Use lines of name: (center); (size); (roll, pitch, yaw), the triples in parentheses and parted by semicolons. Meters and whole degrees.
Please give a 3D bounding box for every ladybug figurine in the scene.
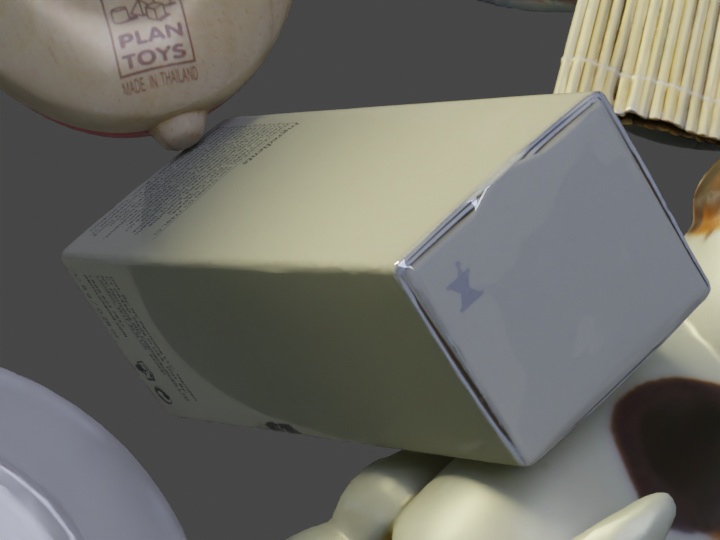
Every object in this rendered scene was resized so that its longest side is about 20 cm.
ladybug figurine: (-0.091, -0.123, 0.830); (0.135, 0.072, 0.200); (-13, 68, -13)

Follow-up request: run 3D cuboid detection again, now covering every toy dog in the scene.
toy dog: (0.089, 0.050, 0.727); (0.200, 0.194, 0.140); (-41, 70, -16)

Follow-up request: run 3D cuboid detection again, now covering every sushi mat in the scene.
sushi mat: (0.126, -0.116, 0.818); (0.095, 0.012, 0.200); (14, 55, 4)

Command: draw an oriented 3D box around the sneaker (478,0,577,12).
sneaker: (0.107, -0.150, 0.891); (0.199, 0.071, 0.080); (-15, 54, -14)

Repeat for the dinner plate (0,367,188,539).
dinner plate: (-0.140, 0.112, 0.742); (0.199, 0.024, 0.201); (4, 65, -8)

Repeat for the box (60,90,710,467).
box: (0.000, 0.000, 0.721); (0.082, 0.200, 0.068); (-41, 111, -23)

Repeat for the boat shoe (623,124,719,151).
boat shoe: (0.164, -0.094, 0.872); (0.201, 0.074, 0.065); (-16, 64, -22)
